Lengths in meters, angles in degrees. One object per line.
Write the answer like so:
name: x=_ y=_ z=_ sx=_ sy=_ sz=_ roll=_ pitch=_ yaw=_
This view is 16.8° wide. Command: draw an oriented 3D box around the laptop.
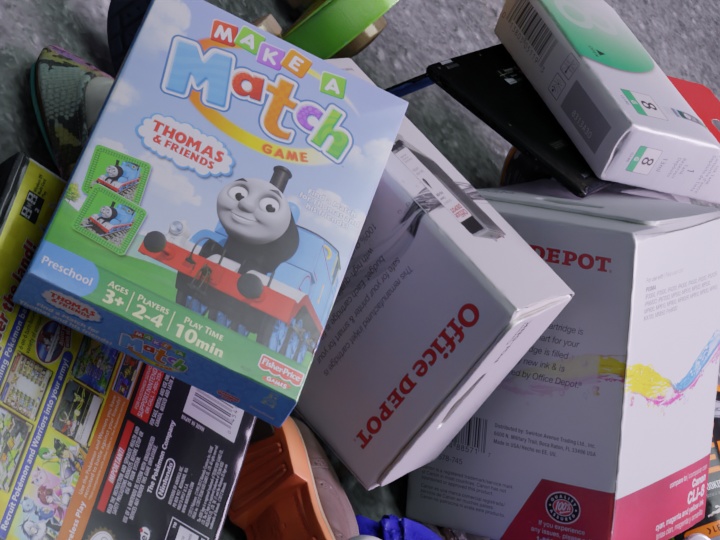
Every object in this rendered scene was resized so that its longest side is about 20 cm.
laptop: x=0.080 y=-0.085 z=1.586 sx=0.200 sy=0.116 sz=0.187 roll=40 pitch=28 yaw=16

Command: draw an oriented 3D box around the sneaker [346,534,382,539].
sneaker: x=0.058 y=0.215 z=1.187 sx=0.070 sy=0.099 sz=0.201 roll=-29 pitch=98 yaw=-40

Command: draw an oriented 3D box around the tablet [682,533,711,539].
tablet: x=0.230 y=0.263 z=1.541 sx=0.200 sy=0.130 sz=0.014 roll=41 pitch=11 yaw=-25

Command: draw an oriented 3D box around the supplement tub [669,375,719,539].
supplement tub: x=0.203 y=0.143 z=1.609 sx=0.122 sy=0.122 sz=0.201 roll=6 pitch=57 yaw=-52

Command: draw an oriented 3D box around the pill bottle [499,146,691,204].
pill bottle: x=0.164 y=-0.035 z=1.656 sx=0.116 sy=0.116 sz=0.200 roll=46 pitch=6 yaw=-16

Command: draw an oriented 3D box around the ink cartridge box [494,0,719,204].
ink cartridge box: x=0.200 y=-0.108 z=1.571 sx=0.199 sy=0.050 sz=0.161 roll=8 pitch=35 yaw=-35

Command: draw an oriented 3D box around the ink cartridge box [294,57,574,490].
ink cartridge box: x=0.000 y=0.000 z=1.388 sx=0.200 sy=0.147 sz=0.083 roll=47 pitch=27 yaw=16

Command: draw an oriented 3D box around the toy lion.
toy lion: x=0.017 y=-0.193 z=1.586 sx=0.069 sy=0.191 sz=0.200 roll=51 pitch=32 yaw=-8

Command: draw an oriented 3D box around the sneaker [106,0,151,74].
sneaker: x=-0.082 y=-0.103 z=1.491 sx=0.201 sy=0.074 sz=0.082 roll=55 pitch=29 yaw=-18

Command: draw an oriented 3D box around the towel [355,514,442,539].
towel: x=0.048 y=0.244 z=1.375 sx=0.147 sy=0.049 sz=0.201 roll=34 pitch=38 yaw=-31

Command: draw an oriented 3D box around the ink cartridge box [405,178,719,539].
ink cartridge box: x=0.128 y=0.055 z=1.480 sx=0.144 sy=0.144 sz=0.202 roll=-14 pitch=111 yaw=-56

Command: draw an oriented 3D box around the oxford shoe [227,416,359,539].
oxford shoe: x=-0.021 y=0.166 z=1.333 sx=0.073 sy=0.071 sz=0.201 roll=24 pitch=44 yaw=-48

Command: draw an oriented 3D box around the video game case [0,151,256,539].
video game case: x=-0.138 y=0.068 z=1.240 sx=0.180 sy=0.025 sz=0.201 roll=34 pitch=55 yaw=-26

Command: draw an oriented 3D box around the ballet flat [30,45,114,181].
ballet flat: x=-0.136 y=-0.051 z=1.364 sx=0.069 sy=0.071 sz=0.201 roll=28 pitch=41 yaw=-47

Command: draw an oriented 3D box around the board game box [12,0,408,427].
board game box: x=-0.074 y=-0.038 z=1.265 sx=0.150 sy=0.037 sz=0.201 roll=25 pitch=55 yaw=-8
